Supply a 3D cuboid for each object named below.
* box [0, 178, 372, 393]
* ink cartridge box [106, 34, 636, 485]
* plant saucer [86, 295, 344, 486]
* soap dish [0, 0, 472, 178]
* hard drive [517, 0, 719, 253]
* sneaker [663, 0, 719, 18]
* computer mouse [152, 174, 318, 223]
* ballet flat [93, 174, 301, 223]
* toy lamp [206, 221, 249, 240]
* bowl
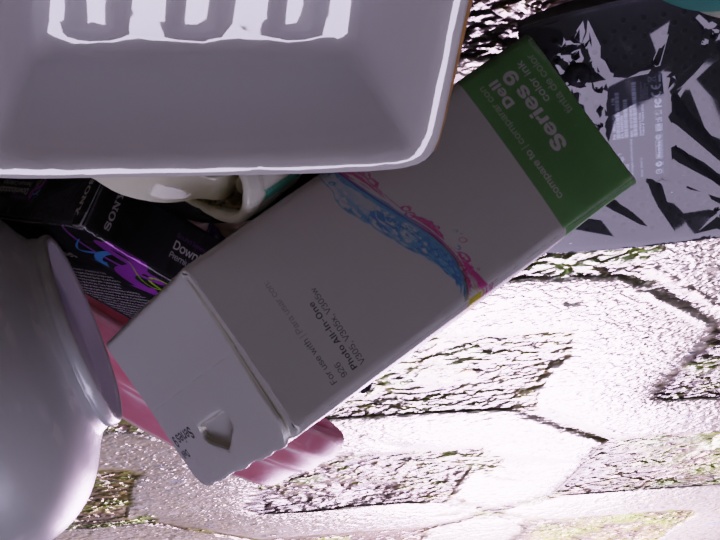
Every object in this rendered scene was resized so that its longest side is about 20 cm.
[{"bbox_3d":[-0.101,0.004,0.965,0.199,0.036,0.142,31,164,-38],"label":"box"},{"bbox_3d":[0.001,-0.001,0.819,0.200,0.088,0.145,-37,180,-24],"label":"ink cartridge box"},{"bbox_3d":[-0.106,0.073,1.121,0.199,0.051,0.201,28,179,0],"label":"plant saucer"},{"bbox_3d":[-0.056,-0.112,0.678,0.198,0.082,0.158,-3,133,-15],"label":"soap dish"},{"bbox_3d":[0.174,-0.083,0.883,0.198,0.042,0.136,-9,122,-1],"label":"hard drive"},{"bbox_3d":[0.177,-0.156,0.732,0.079,0.072,0.200,1,160,-32],"label":"sneaker"},{"bbox_3d":[-0.038,-0.079,0.807,0.138,0.053,0.200,10,138,-34],"label":"computer mouse"},{"bbox_3d":[-0.119,-0.070,0.756,0.199,0.070,0.070,19,161,6],"label":"ballet flat"},{"bbox_3d":[-0.080,-0.048,0.956,0.058,0.059,0.200,-11,162,9],"label":"toy lamp"},{"bbox_3d":[-0.172,0.044,0.880,0.090,0.202,0.201,-21,160,-2],"label":"bowl"}]
